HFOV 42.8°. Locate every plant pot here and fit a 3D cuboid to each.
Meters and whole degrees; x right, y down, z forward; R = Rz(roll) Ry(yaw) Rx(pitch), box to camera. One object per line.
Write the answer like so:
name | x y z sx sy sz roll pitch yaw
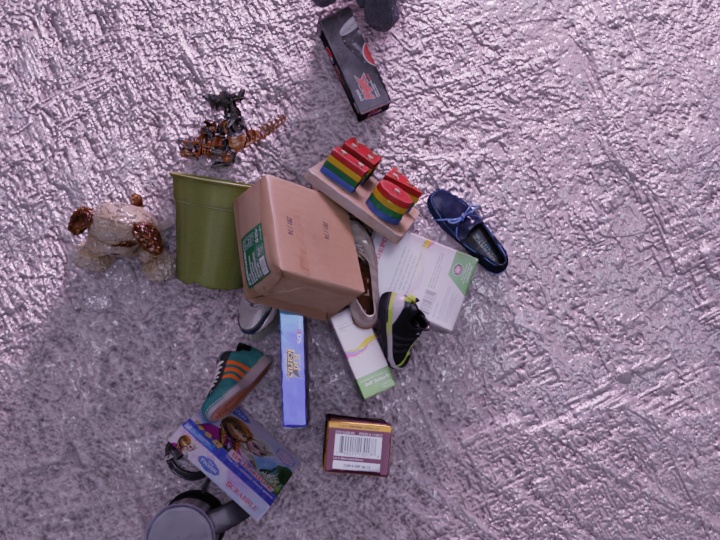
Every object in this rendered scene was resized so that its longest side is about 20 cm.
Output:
plant pot | -0.257 -0.068 1.654 0.199 0.200 0.191 9 96 -2

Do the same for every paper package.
paper package | -0.105 -0.038 1.533 0.190 0.103 0.201 16 49 -38

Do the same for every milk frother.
milk frother | -0.301 0.395 1.583 0.180 0.188 0.200 -41 87 -7

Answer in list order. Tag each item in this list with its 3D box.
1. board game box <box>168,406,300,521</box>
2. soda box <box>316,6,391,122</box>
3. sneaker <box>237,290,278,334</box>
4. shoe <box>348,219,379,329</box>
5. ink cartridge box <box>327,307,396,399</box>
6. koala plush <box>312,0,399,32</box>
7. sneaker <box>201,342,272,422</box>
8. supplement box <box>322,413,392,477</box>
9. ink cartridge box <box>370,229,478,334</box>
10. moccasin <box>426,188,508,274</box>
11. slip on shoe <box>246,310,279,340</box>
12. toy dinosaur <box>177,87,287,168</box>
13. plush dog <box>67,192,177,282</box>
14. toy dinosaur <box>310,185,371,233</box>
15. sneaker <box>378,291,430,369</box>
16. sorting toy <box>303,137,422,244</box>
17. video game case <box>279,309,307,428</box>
board game box | -0.211 0.314 1.592 0.200 0.200 0.041 42 104 1
soda box | -0.012 -0.391 1.748 0.070 0.063 0.201 -24 86 -5
sneaker | -0.180 0.012 1.623 0.077 0.085 0.201 14 81 23
shoe | 0.000 0.000 1.607 0.069 0.053 0.201 -10 72 -4
ink cartridge box | -0.007 0.129 1.663 0.067 0.117 0.201 -23 85 -7
koala plush | 0.025 -0.576 1.717 0.176 0.200 0.185 24 121 1
sneaker | -0.235 0.194 1.625 0.080 0.200 0.072 33 121 8
supplement box | -0.009 0.302 1.602 0.110 0.200 0.086 6 84 -2
ink cartridge box | 0.096 0.014 1.697 0.199 0.088 0.146 21 83 -2
moccasin | 0.210 -0.082 1.722 0.200 0.068 0.081 42 83 2
slip on shoe | -0.166 0.033 1.698 0.061 0.074 0.201 19 87 30
toy dinosaur | -0.245 -0.267 1.724 0.199 0.102 0.137 -16 100 -22
plush dog | -0.420 -0.072 1.637 0.199 0.172 0.162 10 83 -1
toy dinosaur | -0.066 -0.077 1.704 0.135 0.086 0.201 -35 81 1
sneaker | 0.083 0.113 1.632 0.082 0.201 0.072 2 52 13
sorting toy | 0.021 -0.154 1.650 0.198 0.200 0.070 36 111 1
video game case | -0.115 0.172 1.621 0.045 0.181 0.202 -2 83 -2
